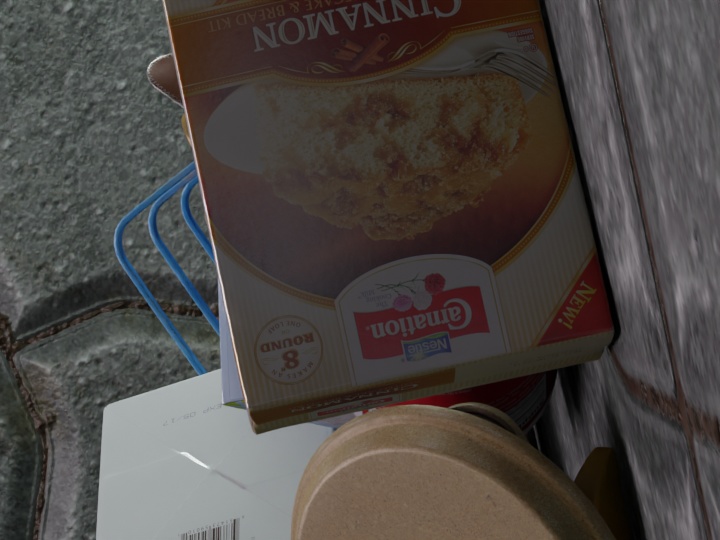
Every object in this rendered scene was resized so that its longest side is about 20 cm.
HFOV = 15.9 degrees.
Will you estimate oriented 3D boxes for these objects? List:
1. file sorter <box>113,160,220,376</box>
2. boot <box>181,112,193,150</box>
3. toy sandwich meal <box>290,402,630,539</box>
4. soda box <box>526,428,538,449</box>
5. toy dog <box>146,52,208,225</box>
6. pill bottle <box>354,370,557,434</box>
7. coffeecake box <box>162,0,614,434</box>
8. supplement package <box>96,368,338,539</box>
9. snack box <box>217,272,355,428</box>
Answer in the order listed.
[{"bbox_3d":[-0.044,-0.026,1.637,0.139,0.122,0.200,54,-151,0],"label":"file sorter"},{"bbox_3d":[0.011,-0.109,1.511,0.199,0.155,0.073,10,-135,-47],"label":"boot"},{"bbox_3d":[0.057,0.145,1.165,0.070,0.204,0.207,-34,-61,-49],"label":"toy sandwich meal"},{"bbox_3d":[0.076,0.133,1.528,0.064,0.068,0.202,44,-146,-77],"label":"soda box"},{"bbox_3d":[-0.056,-0.087,1.241,0.133,0.096,0.200,64,-155,-16],"label":"toy dog"},{"bbox_3d":[0.041,0.025,1.248,0.200,0.111,0.113,81,177,-64],"label":"pill bottle"},{"bbox_3d":[0.008,-0.049,1.073,0.073,0.152,0.202,88,169,-79],"label":"coffeecake box"},{"bbox_3d":[-0.041,0.172,1.508,0.200,0.151,0.151,56,-157,-43],"label":"supplement package"},{"bbox_3d":[0.000,0.000,1.412,0.200,0.067,0.170,15,-111,-57],"label":"snack box"}]
